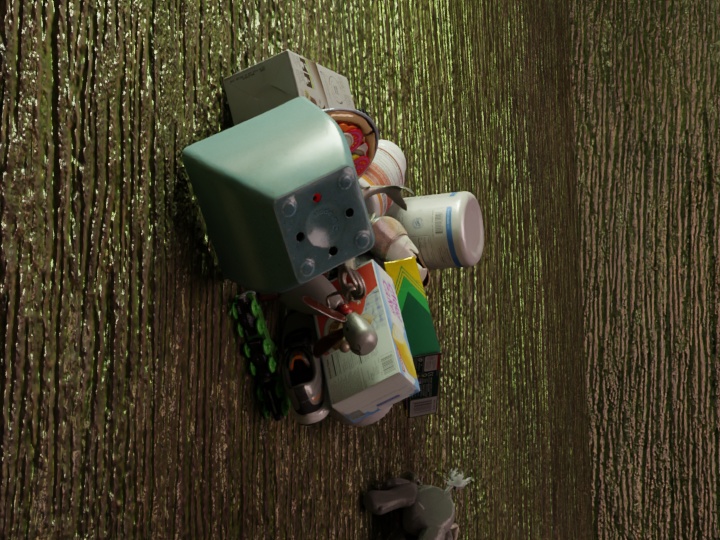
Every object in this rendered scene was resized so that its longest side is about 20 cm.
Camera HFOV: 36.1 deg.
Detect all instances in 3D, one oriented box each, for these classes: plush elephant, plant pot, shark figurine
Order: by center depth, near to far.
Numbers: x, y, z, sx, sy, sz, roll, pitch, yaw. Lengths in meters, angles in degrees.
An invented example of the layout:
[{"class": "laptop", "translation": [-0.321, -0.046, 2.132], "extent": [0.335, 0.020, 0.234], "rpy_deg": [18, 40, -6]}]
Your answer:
[{"class": "plant pot", "translation": [-0.085, -0.084, 1.421], "extent": [0.194, 0.199, 0.199], "rpy_deg": [-27, 117, -19]}, {"class": "shark figurine", "translation": [-0.016, -0.074, 1.675], "extent": [0.215, 0.127, 0.090], "rpy_deg": [-50, 164, -41]}, {"class": "plush elephant", "translation": [0.099, 0.438, 1.941], "extent": [0.199, 0.165, 0.156], "rpy_deg": [-32, 161, -29]}]

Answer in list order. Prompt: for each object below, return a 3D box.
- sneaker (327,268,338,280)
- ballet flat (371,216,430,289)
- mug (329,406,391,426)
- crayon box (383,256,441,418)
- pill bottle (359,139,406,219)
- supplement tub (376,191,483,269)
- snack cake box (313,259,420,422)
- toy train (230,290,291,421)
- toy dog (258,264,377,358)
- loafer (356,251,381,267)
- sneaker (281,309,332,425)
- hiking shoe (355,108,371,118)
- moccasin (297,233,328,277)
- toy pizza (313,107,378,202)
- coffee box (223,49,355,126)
[{"class": "sneaker", "translation": [-0.052, -0.029, 1.722], "extent": [0.074, 0.086, 0.204], "rpy_deg": [9, 77, -65]}, {"class": "ballet flat", "translation": [0.071, -0.024, 1.813], "extent": [0.068, 0.067, 0.200], "rpy_deg": [-51, 148, -5]}, {"class": "mug", "translation": [-0.008, 0.139, 1.726], "extent": [0.176, 0.145, 0.203], "rpy_deg": [70, 21, -57]}, {"class": "crayon box", "translation": [0.080, 0.108, 1.747], "extent": [0.201, 0.057, 0.175], "rpy_deg": [88, -9, -57]}, {"class": "pill bottle", "translation": [0.009, -0.144, 1.853], "extent": [0.200, 0.110, 0.114], "rpy_deg": [-54, 134, -57]}, {"class": "supplement tub", "translation": [0.110, -0.066, 1.961], "extent": [0.131, 0.196, 0.135], "rpy_deg": [-4, 90, -65]}, {"class": "snack cake box", "translation": [0.003, 0.099, 1.579], "extent": [0.067, 0.114, 0.203], "rpy_deg": [43, 27, -48]}, {"class": "toy train", "translation": [-0.137, 0.118, 1.563], "extent": [0.057, 0.041, 0.203], "rpy_deg": [-67, 145, -63]}, {"class": "toy dog", "translation": [-0.068, 0.052, 1.529], "extent": [0.095, 0.199, 0.134], "rpy_deg": [-28, 118, -23]}, {"class": "loafer", "translation": [0.000, 0.000, 1.796], "extent": [0.201, 0.071, 0.074], "rpy_deg": [-88, -162, -69]}, {"class": "sneaker", "translation": [-0.080, 0.123, 1.590], "extent": [0.202, 0.073, 0.080], "rpy_deg": [-102, 172, -48]}, {"class": "hiking shoe", "translation": [-0.058, -0.177, 1.750], "extent": [0.200, 0.086, 0.075], "rpy_deg": [-45, 116, -31]}, {"class": "moccasin", "translation": [-0.101, -0.048, 1.610], "extent": [0.078, 0.073, 0.203], "rpy_deg": [-106, 172, -46]}, {"class": "toy pizza", "translation": [-0.059, -0.155, 1.614], "extent": [0.032, 0.199, 0.200], "rpy_deg": [61, 10, 32]}, {"class": "coffee box", "translation": [-0.097, -0.244, 1.610], "extent": [0.199, 0.111, 0.081], "rpy_deg": [4, 69, -65]}]
